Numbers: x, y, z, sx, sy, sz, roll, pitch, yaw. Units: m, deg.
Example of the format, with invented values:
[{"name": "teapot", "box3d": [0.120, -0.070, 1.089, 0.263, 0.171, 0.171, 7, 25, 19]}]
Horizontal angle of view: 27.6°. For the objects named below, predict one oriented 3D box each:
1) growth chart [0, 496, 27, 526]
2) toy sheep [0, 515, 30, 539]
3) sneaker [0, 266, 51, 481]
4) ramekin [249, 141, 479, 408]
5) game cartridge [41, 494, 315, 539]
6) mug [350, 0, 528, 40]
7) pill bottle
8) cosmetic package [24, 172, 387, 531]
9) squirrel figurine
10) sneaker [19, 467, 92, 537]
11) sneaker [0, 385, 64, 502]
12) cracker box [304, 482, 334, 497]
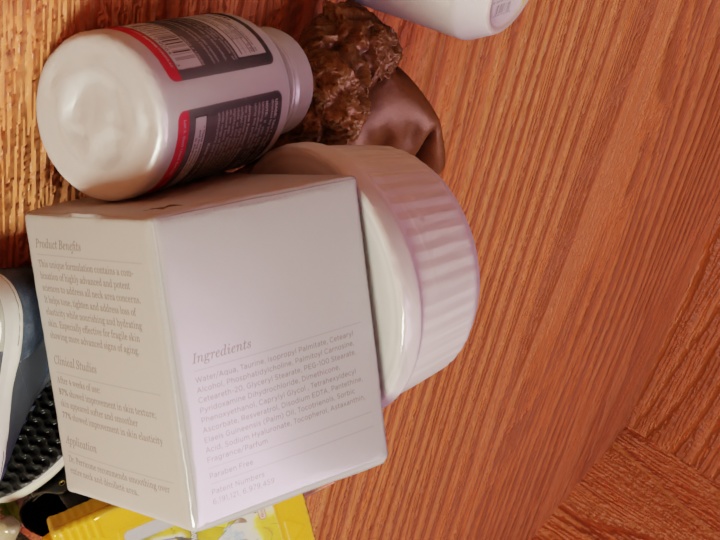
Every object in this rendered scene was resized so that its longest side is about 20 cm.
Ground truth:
[{"name": "growth chart", "box3d": [-0.242, 0.129, 1.217, 0.200, 0.018, 0.145, -49, 155, -22]}, {"name": "toy sheep", "box3d": [-0.295, 0.262, 1.127, 0.138, 0.138, 0.200, -22, 148, -58]}, {"name": "sneaker", "box3d": [-0.238, 0.080, 1.072, 0.146, 0.077, 0.203, -22, 138, -54]}, {"name": "ramekin", "box3d": [0.000, 0.000, 1.063, 0.094, 0.202, 0.203, -16, 137, -37]}, {"name": "game cartridge", "box3d": [-0.133, 0.228, 1.146, 0.199, 0.032, 0.177, -23, 125, -14]}, {"name": "mug", "box3d": [0.071, -0.273, 1.165, 0.187, 0.153, 0.149, -53, 159, -13]}, {"name": "pill bottle", "box3d": [-0.118, -0.119, 1.011, 0.200, 0.111, 0.111, -24, 141, -56]}, {"name": "cosmetic package", "box3d": [-0.103, 0.045, 0.985, 0.166, 0.167, 0.201, -14, 103, -38]}, {"name": "squirrel figurine", "box3d": [-0.042, -0.111, 1.186, 0.187, 0.141, 0.200, -40, 154, -22]}, {"name": "sneaker", "box3d": [-0.172, 0.154, 1.147, 0.200, 0.075, 0.106, -29, -172, 32]}, {"name": "sneaker", "box3d": [-0.215, 0.108, 1.146, 0.200, 0.070, 0.093, -51, 155, -11]}, {"name": "cracker box", "box3d": [-0.132, 0.189, 1.232, 0.200, 0.058, 0.134, -26, -174, -12]}]
